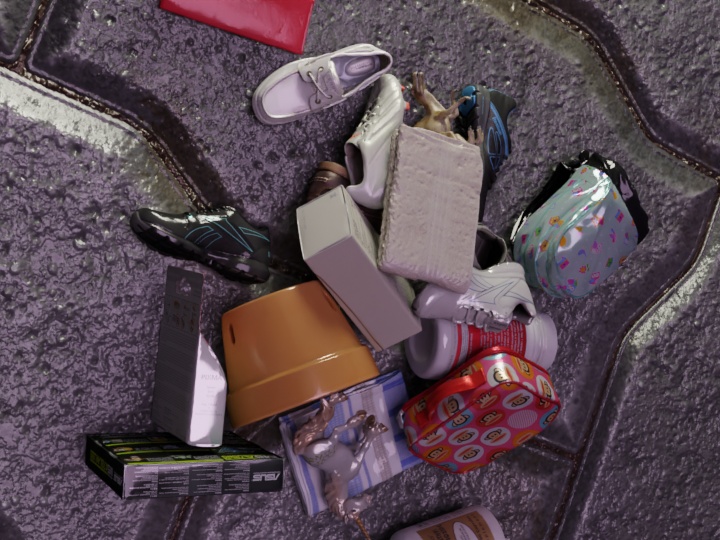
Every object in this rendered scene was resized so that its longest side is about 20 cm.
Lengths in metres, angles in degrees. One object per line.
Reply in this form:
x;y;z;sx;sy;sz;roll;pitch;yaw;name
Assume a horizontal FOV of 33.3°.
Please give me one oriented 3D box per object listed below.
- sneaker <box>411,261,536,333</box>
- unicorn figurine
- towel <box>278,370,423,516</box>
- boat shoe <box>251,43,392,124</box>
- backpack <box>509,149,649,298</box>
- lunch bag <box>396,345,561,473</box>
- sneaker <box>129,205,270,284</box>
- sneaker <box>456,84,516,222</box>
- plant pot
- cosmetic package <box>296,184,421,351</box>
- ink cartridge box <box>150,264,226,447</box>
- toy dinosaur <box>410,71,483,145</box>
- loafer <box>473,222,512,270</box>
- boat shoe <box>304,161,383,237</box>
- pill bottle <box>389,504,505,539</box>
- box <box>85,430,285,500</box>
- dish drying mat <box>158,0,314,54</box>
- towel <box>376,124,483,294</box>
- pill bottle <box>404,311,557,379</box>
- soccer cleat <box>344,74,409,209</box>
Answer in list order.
0.157;0.040;1.593;0.198;0.075;0.088;-8;56;-33;sneaker
-0.023;0.249;1.597;0.200;0.074;0.138;40;86;-29;unicorn figurine
-0.009;0.236;1.655;0.198;0.024;0.148;-21;104;-23;towel
-0.048;-0.249;1.570;0.199;0.069;0.071;-29;108;-20;boat shoe
0.312;-0.053;1.732;0.200;0.126;0.168;-39;113;-15;backpack
0.153;0.189;1.629;0.199;0.083;0.176;-36;139;24;lunch bag
-0.199;-0.046;1.522;0.199;0.075;0.080;23;73;-33;sneaker
0.176;-0.155;1.685;0.081;0.073;0.203;6;92;-26;sneaker
-0.091;0.101;1.524;0.198;0.200;0.141;-19;85;-23;plant pot
0.000;0.000;1.556;0.073;0.104;0.200;-26;130;14;cosmetic package
-0.205;0.101;1.472;0.050;0.161;0.203;7;91;-26;ink cartridge box
0.112;-0.174;1.633;0.058;0.100;0.202;28;55;-59;toy dinosaur
0.173;-0.017;1.666;0.200;0.069;0.071;32;73;-51;loafer
0.015;-0.069;1.614;0.199;0.070;0.071;26;68;-16;boat shoe
0.097;0.407;1.669;0.198;0.114;0.116;-13;100;-24;pill bottle
-0.216;0.233;1.460;0.198;0.193;0.048;2;95;-27;box
-0.156;-0.341;1.540;0.198;0.018;0.078;14;89;-27;dish drying mat
0.089;-0.080;1.540;0.131;0.034;0.202;15;73;-23;towel
0.170;0.097;1.681;0.198;0.112;0.114;4;93;-26;pill bottle
0.017;-0.177;1.581;0.077;0.069;0.202;13;63;-20;soccer cleat
